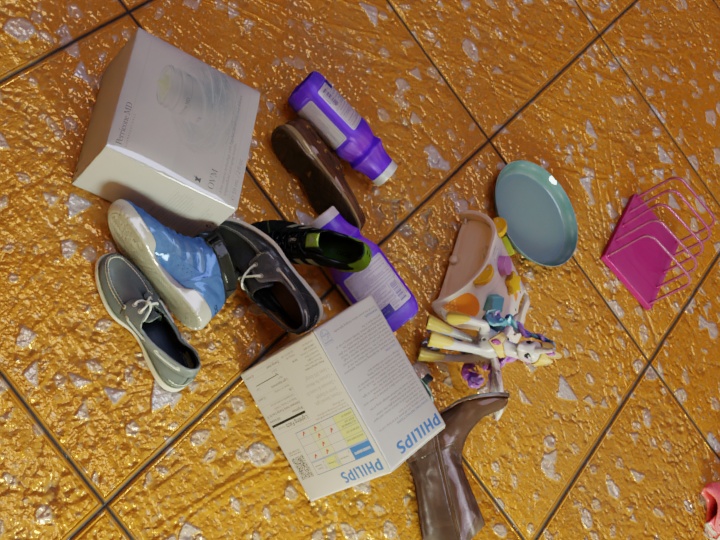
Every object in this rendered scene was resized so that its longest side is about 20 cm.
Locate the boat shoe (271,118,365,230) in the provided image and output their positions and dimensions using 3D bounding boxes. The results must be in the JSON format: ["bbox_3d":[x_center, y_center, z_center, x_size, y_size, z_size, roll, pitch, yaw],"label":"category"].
[{"bbox_3d":[-0.052,-0.146,1.711,0.067,0.072,0.201,-37,91,-40],"label":"boat shoe"}]

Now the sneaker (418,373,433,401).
[{"bbox_3d":[0.021,0.138,1.579,0.199,0.118,0.074,34,76,1],"label":"sneaker"}]

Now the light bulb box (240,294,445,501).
[{"bbox_3d":[-0.026,0.172,1.497,0.124,0.197,0.202,-29,89,-41],"label":"light bulb box"}]

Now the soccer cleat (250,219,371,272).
[{"bbox_3d":[-0.081,-0.039,1.585,0.196,0.081,0.069,8,78,3],"label":"soccer cleat"}]

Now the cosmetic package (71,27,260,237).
[{"bbox_3d":[-0.260,-0.182,1.533,0.198,0.123,0.202,24,56,-26],"label":"cosmetic package"}]

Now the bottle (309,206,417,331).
[{"bbox_3d":[0.000,0.000,1.670,0.083,0.065,0.201,-38,94,-11],"label":"bottle"}]

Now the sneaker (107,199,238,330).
[{"bbox_3d":[-0.242,-0.031,1.502,0.201,0.076,0.111,52,54,-12],"label":"sneaker"}]

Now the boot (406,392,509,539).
[{"bbox_3d":[0.155,0.291,1.634,0.183,0.064,0.203,-17,73,0],"label":"boot"}]

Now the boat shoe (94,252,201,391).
[{"bbox_3d":[-0.269,0.058,1.451,0.072,0.062,0.202,-31,90,-42],"label":"boat shoe"}]

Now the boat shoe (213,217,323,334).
[{"bbox_3d":[-0.136,0.006,1.553,0.200,0.072,0.068,46,29,5],"label":"boat shoe"}]

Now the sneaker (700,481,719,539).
[{"bbox_3d":[0.642,0.468,1.981,0.085,0.074,0.203,6,61,-21],"label":"sneaker"}]

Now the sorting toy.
[{"bbox_3d":[0.221,0.026,1.846,0.180,0.105,0.202,50,45,-34],"label":"sorting toy"}]

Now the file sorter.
[{"bbox_3d":[0.568,-0.059,2.119,0.139,0.125,0.201,45,49,-11],"label":"file sorter"}]

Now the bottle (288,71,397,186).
[{"bbox_3d":[-0.025,-0.218,1.765,0.200,0.065,0.084,45,23,-13],"label":"bottle"}]

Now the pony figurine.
[{"bbox_3d":[0.190,0.125,1.710,0.196,0.193,0.170,12,72,-3],"label":"pony figurine"}]

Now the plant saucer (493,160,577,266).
[{"bbox_3d":[0.306,-0.098,1.999,0.198,0.027,0.204,17,60,-32],"label":"plant saucer"}]
